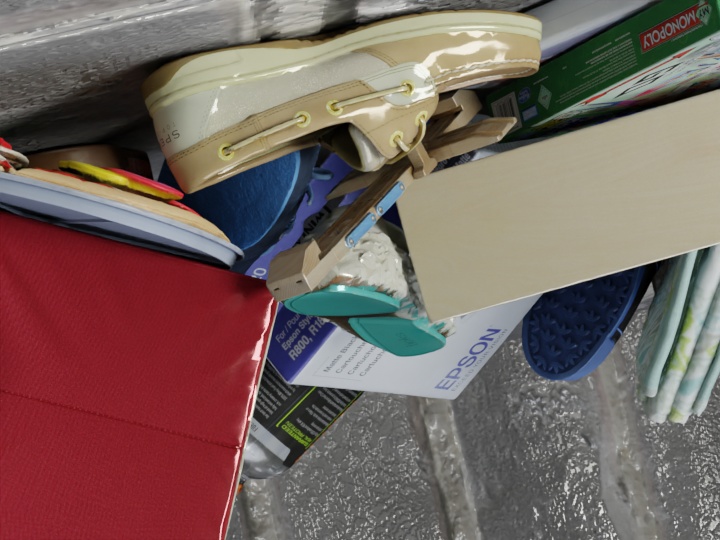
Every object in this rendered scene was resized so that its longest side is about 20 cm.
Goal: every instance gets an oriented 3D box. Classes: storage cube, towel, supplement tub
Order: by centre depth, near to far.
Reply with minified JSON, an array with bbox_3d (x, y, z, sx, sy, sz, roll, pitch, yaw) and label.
[{"bbox_3d":[-0.158,0.076,1.284,0.179,0.172,0.200,14,167,-12],"label":"storage cube"},{"bbox_3d":[0.206,-0.028,1.468,0.048,0.201,0.171,19,-160,3],"label":"towel"},{"bbox_3d":[-0.051,0.045,1.628,0.200,0.123,0.123,-45,172,1],"label":"supplement tub"}]

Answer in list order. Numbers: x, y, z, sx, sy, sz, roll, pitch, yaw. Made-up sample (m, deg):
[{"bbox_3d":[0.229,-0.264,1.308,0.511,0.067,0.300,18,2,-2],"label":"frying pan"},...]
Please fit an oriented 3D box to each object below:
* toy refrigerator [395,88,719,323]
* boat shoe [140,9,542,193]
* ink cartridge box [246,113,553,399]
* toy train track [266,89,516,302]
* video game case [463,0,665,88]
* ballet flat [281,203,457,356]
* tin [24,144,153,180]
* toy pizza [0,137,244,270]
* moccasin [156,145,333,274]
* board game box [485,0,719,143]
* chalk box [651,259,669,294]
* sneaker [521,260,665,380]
[{"bbox_3d":[0.124,-0.036,1.330,0.199,0.076,0.070,-16,180,10],"label":"toy refrigerator"},{"bbox_3d":[-0.004,-0.080,1.237,0.199,0.067,0.074,-12,174,-12],"label":"boat shoe"},{"bbox_3d":[0.035,-0.008,1.498,0.199,0.041,0.200,8,130,-43],"label":"ink cartridge box"},{"bbox_3d":[0.005,-0.048,1.283,0.114,0.033,0.200,-18,-161,37],"label":"toy train track"},{"bbox_3d":[0.164,-0.131,1.322,0.199,0.023,0.182,-19,171,43],"label":"video game case"},{"bbox_3d":[0.000,0.000,1.367,0.071,0.072,0.200,-14,166,13],"label":"ballet flat"},{"bbox_3d":[-0.206,-0.029,1.413,0.199,0.042,0.112,-15,169,17],"label":"tin"},{"bbox_3d":[-0.151,-0.038,1.248,0.199,0.032,0.200,13,174,1],"label":"toy pizza"},{"bbox_3d":[-0.068,-0.044,1.359,0.068,0.081,0.200,-35,176,-35],"label":"moccasin"},{"bbox_3d":[0.172,-0.110,1.300,0.134,0.029,0.200,-8,171,-31],"label":"board game box"},{"bbox_3d":[0.282,-0.067,1.666,0.123,0.126,0.200,-9,173,-33],"label":"chalk box"},{"bbox_3d":[0.168,-0.021,1.578,0.070,0.201,0.078,29,-173,34],"label":"sneaker"}]
